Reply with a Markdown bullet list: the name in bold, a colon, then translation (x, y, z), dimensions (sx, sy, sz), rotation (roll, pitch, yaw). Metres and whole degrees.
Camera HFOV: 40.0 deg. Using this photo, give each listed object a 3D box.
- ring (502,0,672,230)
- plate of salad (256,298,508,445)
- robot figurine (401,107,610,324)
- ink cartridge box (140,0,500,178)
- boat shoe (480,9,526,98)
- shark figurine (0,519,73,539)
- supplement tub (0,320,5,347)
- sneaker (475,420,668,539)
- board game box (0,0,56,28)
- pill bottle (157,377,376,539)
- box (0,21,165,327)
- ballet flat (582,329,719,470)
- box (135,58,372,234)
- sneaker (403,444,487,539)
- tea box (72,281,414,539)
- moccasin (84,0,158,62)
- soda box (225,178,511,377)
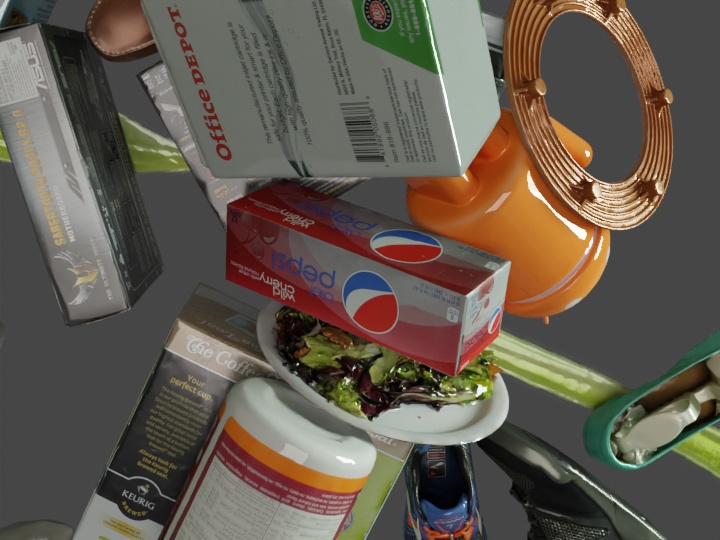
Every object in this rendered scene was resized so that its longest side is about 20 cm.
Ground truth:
- **ring**: translation (0.176, -0.129, 0.727), dimensions (0.199, 0.019, 0.202), rotation (11, 73, -40)
- **plate of salad**: translation (0.021, 0.057, 0.735), dimensions (0.199, 0.200, 0.048), rotation (19, 116, -5)
- **robot figurine**: translation (0.114, -0.043, 0.744), dimensions (0.116, 0.145, 0.200), rotation (-23, 133, 31)
- **ink cartridge box**: translation (-0.025, -0.141, 0.643), dimensions (0.199, 0.083, 0.147), rotation (3, 127, 29)
- **boat shoe**: translation (0.019, -0.169, 0.706), dimensions (0.198, 0.072, 0.071), rotation (16, 104, -2)
- **shark figurine**: translation (-0.336, 0.303, 0.832), dimensions (0.127, 0.090, 0.216), rotation (18, 98, -3)
- **supplement tub**: translation (-0.389, 0.036, 0.761), dimensions (0.199, 0.123, 0.123), rotation (37, 98, -8)
- **sneaker**: translation (0.157, 0.212, 0.829), dimensions (0.199, 0.076, 0.114), rotation (40, 91, -13)
- **board game box**: translation (-0.277, -0.235, 0.722), dimensions (0.102, 0.105, 0.201), rotation (26, 98, -5)
- **pill bottle**: translation (-0.078, 0.183, 0.666), dimensions (0.109, 0.110, 0.201), rotation (25, 99, -6)
- **box**: translation (-0.206, -0.075, 0.727), dimensions (0.048, 0.158, 0.202), rotation (-15, 101, 0)
- **ballet flat**: translation (0.278, 0.107, 0.815), dimensions (0.199, 0.070, 0.068), rotation (-32, 99, 4)
- **box**: translation (-0.048, -0.132, 0.774), dimensions (0.199, 0.050, 0.158), rotation (-29, 100, 4)
- **sneaker**: translation (0.067, 0.201, 0.824), dimensions (0.075, 0.078, 0.202), rotation (-13, 100, 2)
- **tea box**: translation (-0.087, 0.148, 0.783), dimensions (0.199, 0.134, 0.198), rotation (27, 100, -7)
- **moccasin**: translation (-0.119, -0.224, 0.741), dimensions (0.200, 0.078, 0.074), rotation (-27, 100, 4)
- **soda box**: translation (0.000, 0.000, 0.694), dimensions (0.199, 0.070, 0.064), rotation (21, 122, 28)
